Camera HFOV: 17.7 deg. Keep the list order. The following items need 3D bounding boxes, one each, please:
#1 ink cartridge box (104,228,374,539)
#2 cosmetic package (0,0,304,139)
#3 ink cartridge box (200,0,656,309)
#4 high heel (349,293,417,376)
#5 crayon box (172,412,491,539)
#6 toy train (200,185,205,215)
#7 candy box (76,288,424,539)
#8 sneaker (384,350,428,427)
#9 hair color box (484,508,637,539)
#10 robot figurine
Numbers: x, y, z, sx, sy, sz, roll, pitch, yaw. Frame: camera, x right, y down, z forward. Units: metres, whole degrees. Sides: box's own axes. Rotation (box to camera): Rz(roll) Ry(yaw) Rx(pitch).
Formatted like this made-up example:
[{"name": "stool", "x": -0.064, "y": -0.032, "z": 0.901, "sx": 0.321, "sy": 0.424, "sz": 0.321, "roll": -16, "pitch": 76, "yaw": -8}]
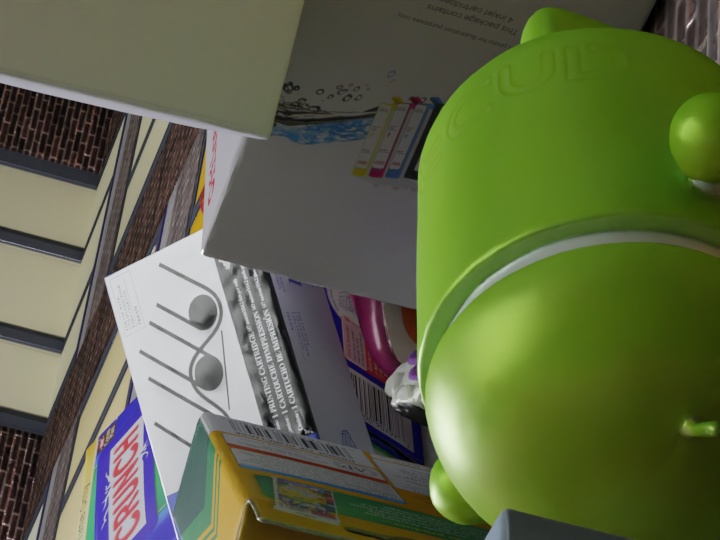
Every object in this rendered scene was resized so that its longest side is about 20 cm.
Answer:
[{"name": "ink cartridge box", "x": -0.046, "y": 0.079, "z": 1.066, "sx": 0.094, "sy": 0.044, "sz": 0.200, "roll": -25, "pitch": 75, "yaw": 31}, {"name": "cosmetic package", "x": -0.131, "y": -0.138, "z": 0.941, "sx": 0.199, "sy": 0.200, "sz": 0.123, "roll": -143, "pitch": 66, "yaw": -76}, {"name": "ink cartridge box", "x": 0.026, "y": -0.105, "z": 1.017, "sx": 0.147, "sy": 0.145, "sz": 0.200, "roll": -91, "pitch": 20, "yaw": -51}, {"name": "high heel", "x": 0.000, "y": 0.000, "z": 1.131, "sx": 0.096, "sy": 0.067, "sz": 0.200, "roll": -33, "pitch": 27, "yaw": 26}, {"name": "crayon box", "x": 0.000, "y": 0.111, "z": 0.907, "sx": 0.200, "sy": 0.126, "sz": 0.052, "roll": -145, "pitch": 71, "yaw": -79}, {"name": "toy train", "x": -0.044, "y": -0.059, "z": 1.497, "sx": 0.116, "sy": 0.085, "sz": 0.200, "roll": -43, "pitch": 32, "yaw": 51}, {"name": "candy box", "x": -0.062, "y": 0.097, "z": 1.196, "sx": 0.200, "sy": 0.077, "sz": 0.169, "roll": -47, "pitch": 24, "yaw": 23}, {"name": "sneaker", "x": 0.055, "y": 0.027, "z": 0.883, "sx": 0.200, "sy": 0.081, "sz": 0.083, "roll": -156, "pitch": 87, "yaw": -80}, {"name": "hair color box", "x": 0.051, "y": 0.158, "z": 0.660, "sx": 0.061, "sy": 0.099, "sz": 0.200, "roll": -86, "pitch": 16, "yaw": -44}, {"name": "robot figurine", "x": 0.075, "y": 0.006, "z": 0.700, "sx": 0.176, "sy": 0.116, "sz": 0.200, "roll": -57, "pitch": 20, "yaw": 34}]
